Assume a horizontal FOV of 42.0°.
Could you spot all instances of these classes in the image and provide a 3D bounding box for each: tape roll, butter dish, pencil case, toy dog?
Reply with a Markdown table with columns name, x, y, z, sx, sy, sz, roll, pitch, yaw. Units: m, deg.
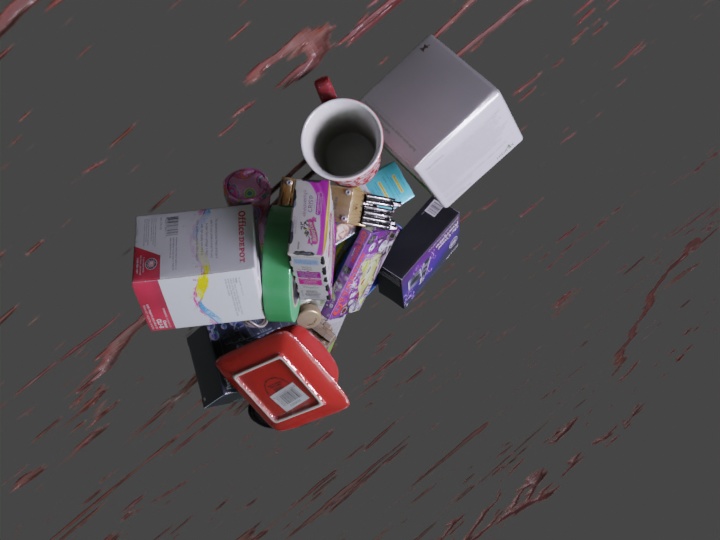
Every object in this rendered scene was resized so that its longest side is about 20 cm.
| name | x | y | z | sx | sy | sz | roll | pitch | yaw |
| --- | --- | --- | --- | --- | --- | --- | --- | --- | --- |
| tape roll | -0.131 | -0.012 | 1.611 | 0.048 | 0.201 | 0.200 | 2 | 141 | 3 |
| butter dish | -0.127 | 0.174 | 1.736 | 0.200 | 0.199 | 0.148 | -26 | -158 | 33 |
| pencil case | -0.192 | -0.086 | 1.657 | 0.087 | 0.087 | 0.200 | -26 | 143 | -21 |
| toy dog | -0.145 | 0.034 | 1.755 | 0.200 | 0.132 | 0.096 | 4 | 129 | -41 |

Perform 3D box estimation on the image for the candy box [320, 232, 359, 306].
| name | x | y | z | sx | sy | sz | roll | pitch | yaw |
| --- | --- | --- | --- | --- | --- | --- | --- | --- | --- |
| candy box | -0.052 | -0.015 | 1.885 | 0.200 | 0.026 | 0.102 | -58 | 167 | 9 |

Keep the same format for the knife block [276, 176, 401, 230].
| name | x | y | z | sx | sy | sz | roll | pitch | yaw |
| --- | --- | --- | --- | --- | --- | --- | --- | --- | --- |
| knife block | -0.031 | -0.119 | 1.725 | 0.176 | 0.200 | 0.064 | 6 | 95 | -70 |

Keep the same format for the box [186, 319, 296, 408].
| name | x | y | z | sx | sy | sz | roll | pitch | yaw |
| --- | --- | --- | --- | --- | --- | --- | --- | --- | --- |
| box | -0.218 | 0.172 | 1.846 | 0.200 | 0.149 | 0.107 | -7 | 163 | -34 |

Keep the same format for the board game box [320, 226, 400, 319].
| name | x | y | z | sx | sy | sz | roll | pitch | yaw |
| --- | --- | --- | --- | --- | --- | --- | --- | --- | --- |
| board game box | 0.000 | 0.000 | 1.834 | 0.120 | 0.032 | 0.200 | -9 | 131 | -55 |

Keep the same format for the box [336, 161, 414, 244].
| name | x | y | z | sx | sy | sz | roll | pitch | yaw |
| --- | --- | --- | --- | --- | --- | --- | --- | --- | --- |
| box | -0.002 | -0.125 | 1.796 | 0.200 | 0.082 | 0.049 | -33 | -173 | -15 |

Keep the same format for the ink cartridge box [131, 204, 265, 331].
| name | x | y | z | sx | sy | sz | roll | pitch | yaw |
| --- | --- | --- | --- | --- | --- | --- | --- | --- | --- |
| ink cartridge box | -0.264 | -0.004 | 1.564 | 0.200 | 0.145 | 0.145 | -6 | 141 | -1 |

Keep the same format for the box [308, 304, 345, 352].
| name | x | y | z | sx | sy | sz | roll | pitch | yaw |
| --- | --- | --- | --- | --- | --- | --- | --- | --- | --- |
| box | -0.102 | 0.114 | 2.041 | 0.144 | 0.036 | 0.200 | -10 | 136 | -38 |

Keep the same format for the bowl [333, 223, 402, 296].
| name | x | y | z | sx | sy | sz | roll | pitch | yaw |
| --- | --- | --- | --- | --- | --- | --- | --- | --- | --- |
| bowl | 0.013 | -0.018 | 1.939 | 0.201 | 0.039 | 0.201 | -48 | 161 | -23 |

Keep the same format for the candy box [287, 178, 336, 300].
| name | x | y | z | sx | sy | sz | roll | pitch | yaw |
| --- | --- | --- | --- | --- | --- | --- | --- | --- | --- |
| candy box | -0.078 | -0.047 | 1.565 | 0.061 | 0.136 | 0.200 | 3 | 158 | 4 |

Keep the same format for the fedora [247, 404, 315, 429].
| name | x | y | z | sx | sy | sz | roll | pitch | yaw |
| --- | --- | --- | --- | --- | --- | --- | --- | --- | --- |
| fedora | -0.160 | 0.261 | 2.049 | 0.200 | 0.201 | 0.092 | -24 | 118 | -23 |

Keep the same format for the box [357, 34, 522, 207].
| name | x | y | z | sx | sy | sz | roll | pitch | yaw |
| --- | --- | --- | --- | --- | --- | --- | --- | --- | --- |
| box | 0.140 | -0.265 | 1.675 | 0.200 | 0.199 | 0.171 | -42 | 148 | 2 |

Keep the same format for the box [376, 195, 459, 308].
| name | x | y | z | sx | sy | sz | roll | pitch | yaw |
| --- | --- | --- | --- | --- | --- | --- | --- | --- | --- |
| box | 0.123 | -0.037 | 1.987 | 0.200 | 0.079 | 0.141 | -49 | 160 | -18 |

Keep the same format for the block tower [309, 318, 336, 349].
| name | x | y | z | sx | sy | sz | roll | pitch | yaw |
| --- | --- | --- | --- | --- | --- | --- | --- | --- | --- |
| block tower | -0.127 | 0.193 | 1.966 | 0.200 | 0.054 | 0.058 | -52 | 170 | -10 |

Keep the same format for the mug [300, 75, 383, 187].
| name | x | y | z | sx | sy | sz | roll | pitch | yaw |
| --- | --- | --- | --- | --- | --- | --- | --- | --- | --- |
| mug | -0.020 | -0.227 | 1.592 | 0.200 | 0.133 | 0.178 | 30 | 68 | -85 |
